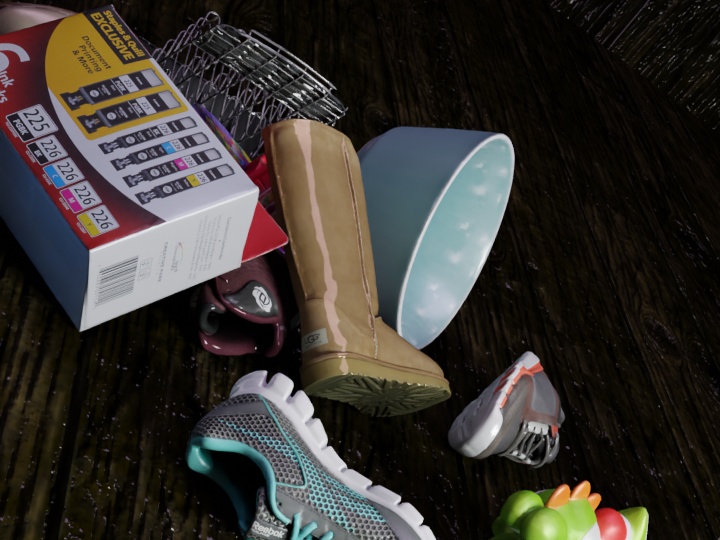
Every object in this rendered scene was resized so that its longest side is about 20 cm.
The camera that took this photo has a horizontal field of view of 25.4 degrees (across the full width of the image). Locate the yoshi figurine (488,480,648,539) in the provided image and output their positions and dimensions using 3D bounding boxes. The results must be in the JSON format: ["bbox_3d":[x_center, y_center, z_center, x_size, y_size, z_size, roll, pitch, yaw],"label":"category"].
[{"bbox_3d":[0.139,0.217,1.153,0.200,0.112,0.113,37,56,-52],"label":"yoshi figurine"}]

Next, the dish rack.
[{"bbox_3d":[-0.105,-0.158,1.350,0.153,0.199,0.055,31,64,-26],"label":"dish rack"}]

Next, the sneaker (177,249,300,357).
[{"bbox_3d":[-0.121,-0.011,1.152,0.199,0.076,0.116,37,24,-10],"label":"sneaker"}]

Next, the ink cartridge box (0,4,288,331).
[{"bbox_3d":[-0.163,-0.082,1.100,0.175,0.084,0.200,-23,59,-32],"label":"ink cartridge box"}]

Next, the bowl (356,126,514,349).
[{"bbox_3d":[0.041,-0.042,1.374,0.104,0.202,0.200,25,15,20],"label":"bowl"}]

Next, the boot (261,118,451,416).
[{"bbox_3d":[0.000,0.000,1.214,0.175,0.066,0.202,26,50,-57],"label":"boot"}]

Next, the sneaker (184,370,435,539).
[{"bbox_3d":[-0.034,0.156,0.993,0.200,0.078,0.091,43,36,17],"label":"sneaker"}]

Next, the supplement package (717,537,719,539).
[{"bbox_3d":[0.346,0.286,1.179,0.146,0.200,0.192,25,26,-34],"label":"supplement package"}]

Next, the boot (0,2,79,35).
[{"bbox_3d":[-0.195,-0.123,1.254,0.199,0.070,0.147,25,25,-39],"label":"boot"}]

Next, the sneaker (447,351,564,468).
[{"bbox_3d":[0.136,0.125,1.326,0.082,0.077,0.200,49,22,5],"label":"sneaker"}]

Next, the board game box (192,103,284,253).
[{"bbox_3d":[-0.065,-0.060,1.306,0.158,0.039,0.201,48,12,-55],"label":"board game box"}]
